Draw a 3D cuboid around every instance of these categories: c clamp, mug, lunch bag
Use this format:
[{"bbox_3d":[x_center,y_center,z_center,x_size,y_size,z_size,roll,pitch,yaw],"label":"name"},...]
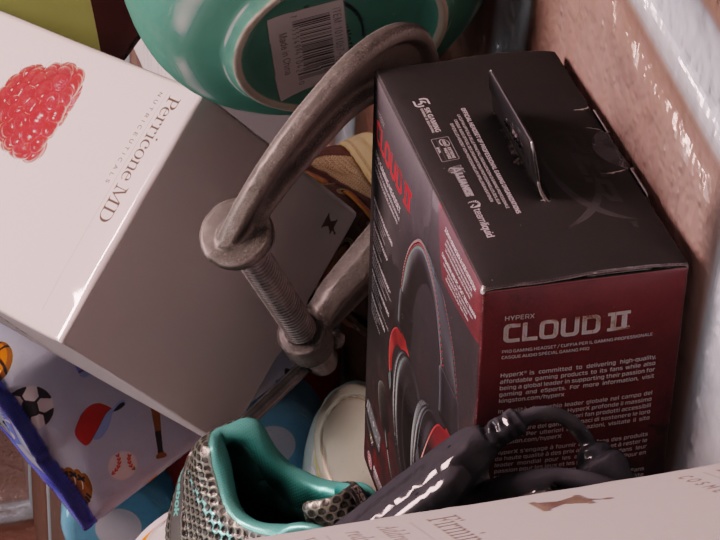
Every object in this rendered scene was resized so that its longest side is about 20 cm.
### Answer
[{"bbox_3d":[-0.016,-0.008,0.935,0.027,0.171,0.200,40,167,21],"label":"c clamp"},{"bbox_3d":[-0.011,-0.130,0.938,0.152,0.184,0.115,-42,52,34],"label":"mug"},{"bbox_3d":[-0.135,0.012,1.230,0.124,0.169,0.200,62,168,-27],"label":"lunch bag"}]

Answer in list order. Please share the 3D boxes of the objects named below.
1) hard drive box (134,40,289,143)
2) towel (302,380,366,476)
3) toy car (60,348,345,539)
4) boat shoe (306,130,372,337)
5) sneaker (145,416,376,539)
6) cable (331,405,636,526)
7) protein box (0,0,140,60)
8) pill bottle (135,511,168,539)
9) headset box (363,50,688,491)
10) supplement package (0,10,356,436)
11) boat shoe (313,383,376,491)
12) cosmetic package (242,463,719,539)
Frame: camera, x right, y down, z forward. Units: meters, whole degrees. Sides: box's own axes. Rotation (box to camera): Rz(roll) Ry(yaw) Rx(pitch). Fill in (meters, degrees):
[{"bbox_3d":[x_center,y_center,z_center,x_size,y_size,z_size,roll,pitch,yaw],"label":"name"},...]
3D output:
[{"bbox_3d":[-0.082,-0.170,1.340,0.200,0.076,0.157,-117,24,-58],"label":"hard drive box"},{"bbox_3d":[0.011,0.182,1.192,0.172,0.048,0.201,-114,21,-44],"label":"towel"},{"bbox_3d":[-0.063,0.118,1.333,0.201,0.176,0.185,58,-170,-30],"label":"toy car"},{"bbox_3d":[0.000,0.000,1.078,0.200,0.071,0.073,-117,23,-54],"label":"boat shoe"},{"bbox_3d":[-0.005,0.130,0.939,0.199,0.077,0.092,30,126,24],"label":"sneaker"},{"bbox_3d":[0.035,0.152,0.779,0.164,0.200,0.051,51,-166,3],"label":"cable"},{"bbox_3d":[-0.166,-0.230,1.142,0.135,0.198,0.200,-51,22,17],"label":"protein box"},{"bbox_3d":[-0.045,0.184,1.094,0.200,0.112,0.114,-142,47,-70],"label":"pill bottle"},{"bbox_3d":[0.054,0.027,0.853,0.149,0.074,0.201,-113,20,-53],"label":"headset box"},{"bbox_3d":[-0.125,-0.028,1.052,0.199,0.120,0.122,23,80,42],"label":"supplement package"},{"bbox_3d":[0.048,0.135,1.007,0.073,0.062,0.201,-42,63,35],"label":"boat shoe"},{"bbox_3d":[0.058,0.155,0.623,0.167,0.198,0.168,-160,63,-75],"label":"cosmetic package"}]
